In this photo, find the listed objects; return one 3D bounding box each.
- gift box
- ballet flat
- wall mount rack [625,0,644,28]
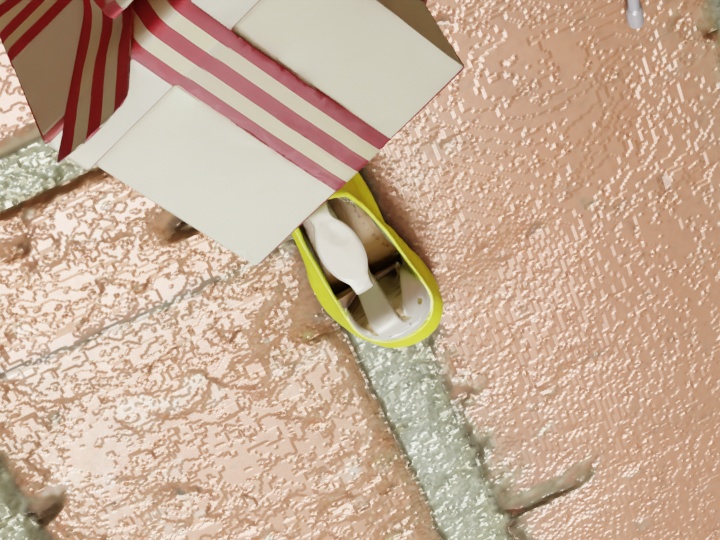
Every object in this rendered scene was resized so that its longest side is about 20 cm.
[{"bbox_3d":[-0.090,-0.124,1.324,0.200,0.185,0.187,-46,133,11],"label":"gift box"},{"bbox_3d":[0.000,0.000,1.548,0.067,0.067,0.200,-30,134,4],"label":"ballet flat"},{"bbox_3d":[0.211,-0.173,1.437,0.074,0.200,0.174,-28,145,-49],"label":"wall mount rack"}]
